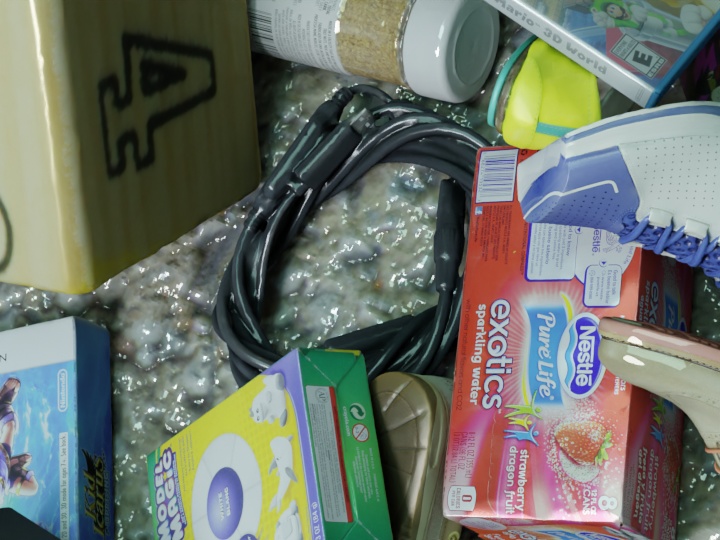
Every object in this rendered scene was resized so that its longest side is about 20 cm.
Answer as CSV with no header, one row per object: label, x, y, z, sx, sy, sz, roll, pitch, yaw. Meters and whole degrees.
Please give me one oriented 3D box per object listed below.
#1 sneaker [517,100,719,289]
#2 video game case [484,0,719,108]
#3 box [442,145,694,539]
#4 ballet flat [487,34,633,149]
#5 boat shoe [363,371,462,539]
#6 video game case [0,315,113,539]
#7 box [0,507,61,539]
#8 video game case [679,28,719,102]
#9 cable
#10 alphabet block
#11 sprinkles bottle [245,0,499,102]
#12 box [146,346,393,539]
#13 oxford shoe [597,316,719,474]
sneaker,0.182,-0.018,0.980,0.198,0.081,0.116,-4,81,-16
video game case,0.104,-0.183,1.061,0.199,0.018,0.143,35,56,10
box,0.112,0.041,1.060,0.099,0.095,0.202,-2,73,26
ballet flat,0.123,-0.118,1.087,0.067,0.200,0.067,16,125,11
boat shoe,0.022,0.151,1.084,0.074,0.066,0.202,29,109,40
video game case,-0.236,0.142,1.233,0.180,0.045,0.202,-13,69,24
box,-0.180,0.263,1.088,0.199,0.123,0.200,27,107,27
video game case,0.264,-0.095,1.062,0.180,0.036,0.201,-23,65,20
cable,0.000,0.000,1.164,0.163,0.051,0.201,35,89,26
alphabet block,-0.187,-0.123,1.163,0.194,0.196,0.202,11,116,29
sprinkles bottle,-0.018,-0.152,1.203,0.199,0.068,0.069,17,82,30
box,-0.060,0.130,1.101,0.200,0.048,0.118,-39,54,50
oxford shoe,0.194,0.086,0.976,0.199,0.071,0.074,28,93,-3
